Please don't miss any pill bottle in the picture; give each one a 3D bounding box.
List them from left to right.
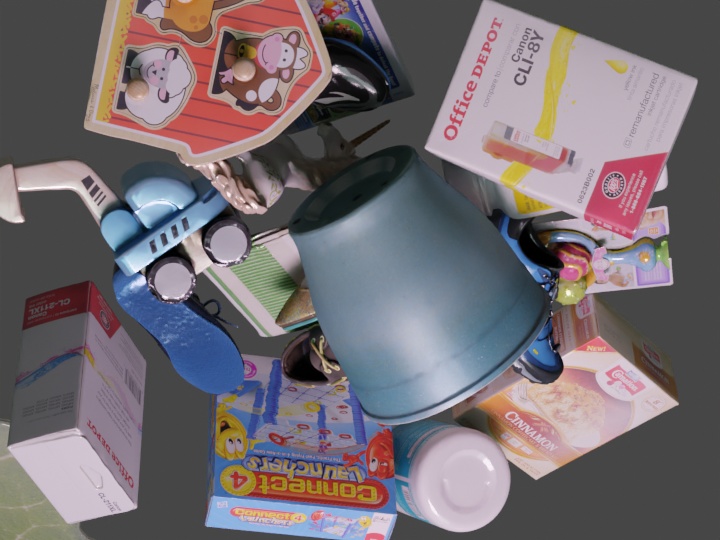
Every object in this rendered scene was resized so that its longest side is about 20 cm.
[{"bbox_3d":[0.080,0.223,1.808,0.110,0.111,0.200,16,175,-19],"label":"pill bottle"},{"bbox_3d":[0.178,-0.111,1.511,0.199,0.115,0.115,-12,136,9],"label":"pill bottle"}]

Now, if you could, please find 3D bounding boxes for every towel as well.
[{"bbox_3d":[-0.047,-0.003,1.681,0.199,0.023,0.153,-22,134,17],"label":"towel"}]

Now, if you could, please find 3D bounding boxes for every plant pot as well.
[{"bbox_3d":[0.037,0.001,1.445,0.199,0.200,0.188,-26,111,23],"label":"plant pot"}]

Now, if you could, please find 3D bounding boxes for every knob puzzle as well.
[{"bbox_3d":[-0.121,-0.186,1.369,0.218,0.221,0.030,-1,178,-2],"label":"knob puzzle"}]

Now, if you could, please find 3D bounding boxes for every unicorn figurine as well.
[{"bbox_3d":[-0.082,-0.105,1.480,0.137,0.200,0.074,37,135,-1],"label":"unicorn figurine"}]

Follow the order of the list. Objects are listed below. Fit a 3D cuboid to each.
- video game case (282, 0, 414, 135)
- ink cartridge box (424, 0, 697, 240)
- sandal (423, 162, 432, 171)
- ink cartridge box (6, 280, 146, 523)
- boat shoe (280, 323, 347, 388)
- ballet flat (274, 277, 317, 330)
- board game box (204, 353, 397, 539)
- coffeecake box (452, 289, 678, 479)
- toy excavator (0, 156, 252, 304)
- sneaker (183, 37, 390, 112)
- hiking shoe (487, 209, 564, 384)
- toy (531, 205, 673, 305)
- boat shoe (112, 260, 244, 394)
[{"bbox_3d":[-0.067,-0.186,1.489,0.199,0.018,0.143,-16,135,14],"label":"video game case"},{"bbox_3d":[0.173,-0.132,1.412,0.199,0.083,0.146,23,93,9],"label":"ink cartridge box"},{"bbox_3d":[0.057,-0.018,1.569,0.076,0.043,0.201,-14,96,2],"label":"sandal"},{"bbox_3d":[-0.291,0.137,1.684,0.082,0.201,0.146,-14,135,11],"label":"ink cartridge box"},{"bbox_3d":[-0.026,0.085,1.677,0.060,0.072,0.201,-24,178,-23],"label":"boat shoe"},{"bbox_3d":[0.000,0.000,1.631,0.199,0.071,0.071,-18,135,11],"label":"ballet flat"},{"bbox_3d":[-0.065,0.189,1.755,0.199,0.197,0.056,7,136,-11],"label":"board game box"},{"bbox_3d":[0.224,0.130,1.796,0.200,0.073,0.153,-33,127,28],"label":"coffeecake box"},{"bbox_3d":[-0.228,-0.061,1.552,0.194,0.100,0.200,-34,109,-1],"label":"toy excavator"},{"bbox_3d":[-0.072,-0.169,1.433,0.198,0.083,0.071,11,135,-15],"label":"sneaker"},{"bbox_3d":[0.168,0.024,1.627,0.086,0.074,0.201,-17,109,29],"label":"hiking shoe"},{"bbox_3d":[0.222,-0.001,1.677,0.199,0.047,0.116,-9,134,6],"label":"toy"},{"bbox_3d":[-0.183,0.047,1.697,0.084,0.069,0.200,-27,127,6],"label":"boat shoe"}]
